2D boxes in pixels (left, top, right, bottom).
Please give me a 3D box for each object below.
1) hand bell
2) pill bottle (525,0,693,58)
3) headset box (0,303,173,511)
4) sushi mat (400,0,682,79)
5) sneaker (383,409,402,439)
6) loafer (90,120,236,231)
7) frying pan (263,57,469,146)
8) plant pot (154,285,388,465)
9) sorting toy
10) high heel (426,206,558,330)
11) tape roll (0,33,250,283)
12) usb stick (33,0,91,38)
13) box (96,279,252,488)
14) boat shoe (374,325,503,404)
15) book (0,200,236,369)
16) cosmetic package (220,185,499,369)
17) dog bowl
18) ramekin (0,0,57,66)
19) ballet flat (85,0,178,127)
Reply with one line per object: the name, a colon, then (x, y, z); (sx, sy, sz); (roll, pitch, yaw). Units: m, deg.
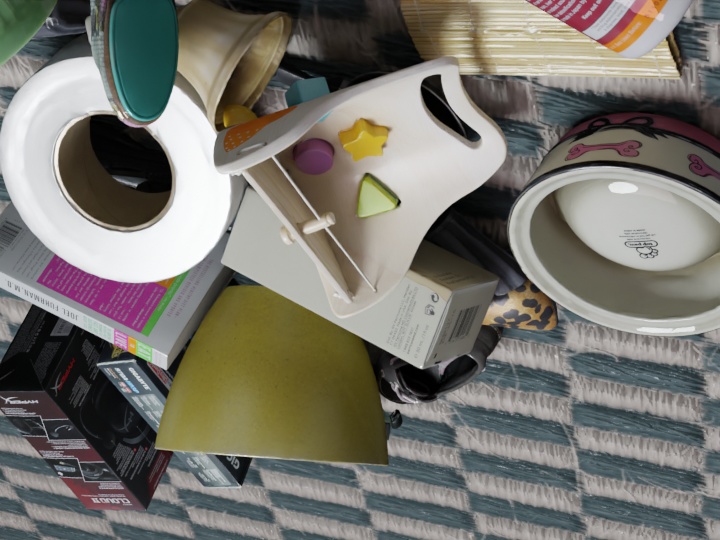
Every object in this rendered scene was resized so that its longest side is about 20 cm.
hand bell: (-0.162, -0.200, 1.316); (0.199, 0.104, 0.104); (32, 147, 9)
pill bottle: (0.117, -0.226, 1.084); (0.199, 0.113, 0.113); (28, 146, -10)
headset box: (-0.235, 0.115, 1.591); (0.077, 0.149, 0.200); (-2, 138, 31)
sushi mat: (0.126, -0.175, 1.238); (0.199, 0.012, 0.096); (5, 144, 25)
sneaker: (-0.025, 0.099, 1.603); (0.118, 0.074, 0.201); (44, 171, 36)
loafer: (-0.178, -0.068, 1.502); (0.200, 0.071, 0.068); (19, 148, 4)
frying pan: (0.004, -0.119, 1.364); (0.189, 0.031, 0.115); (14, 138, 28)
plant pot: (-0.069, 0.089, 1.476); (0.199, 0.143, 0.200); (5, 174, 0)
sorting toy: (0.011, -0.086, 1.280); (0.179, 0.107, 0.200); (-24, 139, 12)
high heel: (0.071, 0.041, 1.508); (0.142, 0.072, 0.200); (39, 134, -13)
tape roll: (-0.188, -0.094, 1.406); (0.201, 0.071, 0.203); (7, 119, 13)
usb stick: (-0.289, -0.197, 1.385); (0.199, 0.033, 0.055); (0, -178, 42)
box: (-0.151, 0.082, 1.614); (0.046, 0.159, 0.200); (-6, 137, 31)
boat shoe: (0.062, 0.088, 1.595); (0.067, 0.057, 0.200); (31, 145, -14)
book: (-0.224, -0.011, 1.524); (0.199, 0.134, 0.048); (26, 147, 10)
cosmetic package: (0.000, 0.000, 1.410); (0.199, 0.103, 0.073); (28, 107, 21)
dog bowl: (0.216, -0.038, 1.323); (0.199, 0.074, 0.201); (14, 145, 10)
ramekin: (-0.334, -0.207, 1.294); (0.199, 0.200, 0.098); (-5, 131, 34)
ballet flat: (-0.172, -0.205, 1.252); (0.071, 0.069, 0.201); (6, 102, 47)
